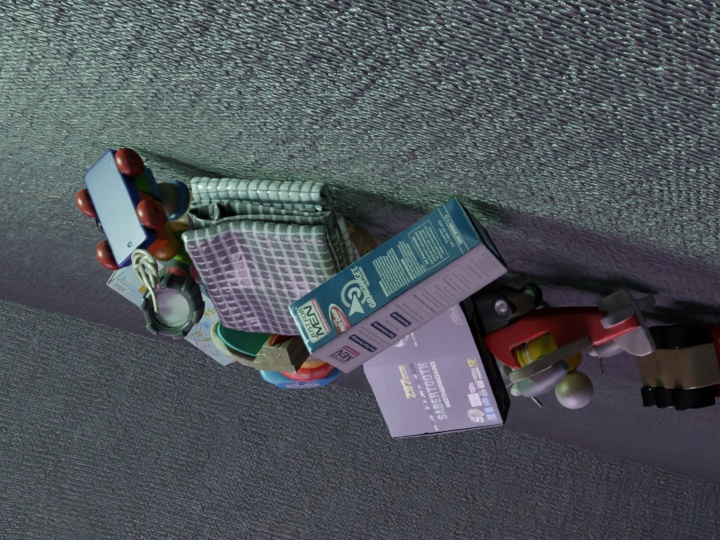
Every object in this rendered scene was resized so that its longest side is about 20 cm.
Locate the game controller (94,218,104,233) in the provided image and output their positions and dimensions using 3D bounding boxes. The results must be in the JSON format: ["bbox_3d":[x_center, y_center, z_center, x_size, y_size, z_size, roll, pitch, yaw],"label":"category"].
[{"bbox_3d":[-0.251,-0.044,1.654,0.199,0.043,0.104,18,171,-29],"label":"game controller"}]

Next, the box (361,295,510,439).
[{"bbox_3d":[0.082,0.110,1.557,0.156,0.051,0.201,-9,118,23],"label":"box"}]

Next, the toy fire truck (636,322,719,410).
[{"bbox_3d":[0.445,0.116,1.498,0.198,0.130,0.176,-11,177,-7],"label":"toy fire truck"}]

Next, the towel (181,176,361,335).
[{"bbox_3d":[-0.087,-0.005,1.327,0.164,0.086,0.201,4,144,18],"label":"towel"}]

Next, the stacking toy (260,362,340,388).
[{"bbox_3d":[-0.060,0.063,1.623,0.115,0.111,0.200,-1,150,-20],"label":"stacking toy"}]

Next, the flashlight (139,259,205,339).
[{"bbox_3d":[-0.194,0.014,1.402,0.067,0.068,0.200,10,-164,0],"label":"flashlight"}]

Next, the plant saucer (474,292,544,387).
[{"bbox_3d":[0.161,0.113,1.628,0.198,0.050,0.201,-15,140,-12],"label":"plant saucer"}]

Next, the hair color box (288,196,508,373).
[{"bbox_3d":[0.038,0.017,1.241,0.199,0.061,0.100,-33,154,10],"label":"hair color box"}]

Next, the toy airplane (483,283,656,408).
[{"bbox_3d":[0.253,0.090,1.450,0.198,0.143,0.199,-9,-172,-3],"label":"toy airplane"}]

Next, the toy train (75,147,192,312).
[{"bbox_3d":[-0.208,-0.027,1.312,0.085,0.201,0.115,-41,150,24],"label":"toy train"}]

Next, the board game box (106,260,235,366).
[{"bbox_3d":[-0.215,0.040,1.625,0.199,0.041,0.200,37,156,-14],"label":"board game box"}]

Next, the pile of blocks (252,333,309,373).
[{"bbox_3d":[-0.046,0.042,1.460,0.082,0.199,0.063,21,136,49],"label":"pile of blocks"}]

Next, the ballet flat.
[{"bbox_3d":[-0.100,0.093,1.514,0.199,0.068,0.062,3,145,-37],"label":"ballet flat"}]

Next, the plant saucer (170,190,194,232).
[{"bbox_3d":[-0.193,-0.057,1.532,0.198,0.036,0.200,13,170,2],"label":"plant saucer"}]

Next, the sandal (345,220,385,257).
[{"bbox_3d":[-0.025,-0.022,1.396,0.210,0.078,0.070,23,168,-18],"label":"sandal"}]
